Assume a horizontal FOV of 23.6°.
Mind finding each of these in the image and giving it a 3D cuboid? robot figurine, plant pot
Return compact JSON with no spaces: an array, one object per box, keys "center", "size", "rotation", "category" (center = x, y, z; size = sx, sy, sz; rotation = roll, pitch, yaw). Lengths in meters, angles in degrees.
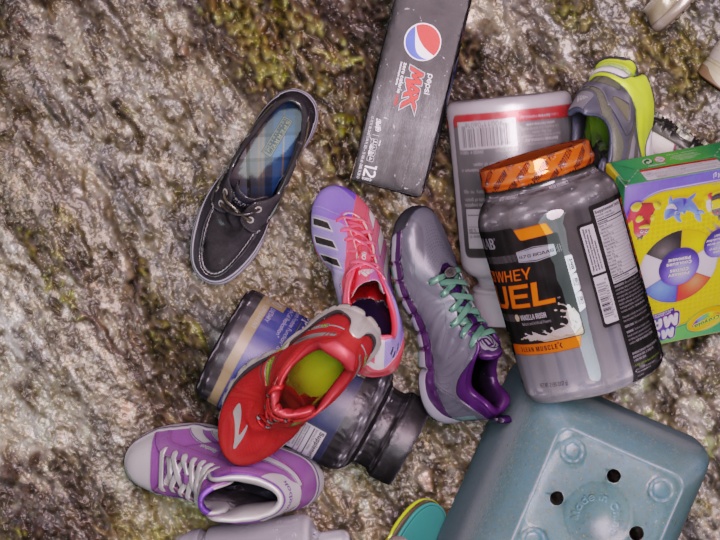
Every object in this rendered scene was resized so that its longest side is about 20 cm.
[{"center":[-0.101,0.289,1.597],"size":[0.199,0.113,0.170],"rotation":[-9,59,4],"category":"robot figurine"},{"center":[0.194,0.205,1.511],"size":[0.195,0.200,0.197],"rotation":[24,87,2],"category":"plant pot"}]

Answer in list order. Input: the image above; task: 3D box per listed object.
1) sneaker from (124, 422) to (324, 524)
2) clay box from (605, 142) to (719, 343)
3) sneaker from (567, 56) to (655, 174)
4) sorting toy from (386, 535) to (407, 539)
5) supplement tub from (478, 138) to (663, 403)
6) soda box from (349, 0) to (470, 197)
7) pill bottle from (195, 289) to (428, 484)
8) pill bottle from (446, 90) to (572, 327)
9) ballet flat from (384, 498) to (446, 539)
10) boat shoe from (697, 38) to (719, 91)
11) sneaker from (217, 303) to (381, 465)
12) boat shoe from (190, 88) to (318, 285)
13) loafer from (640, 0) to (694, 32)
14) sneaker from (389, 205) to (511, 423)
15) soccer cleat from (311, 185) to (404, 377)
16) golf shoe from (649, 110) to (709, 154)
[{"center":[-0.145,0.187,1.572],"size":[0.199,0.114,0.073],"rotation":[2,98,23],"category":"sneaker"},{"center":[0.271,-0.007,1.511],"size":[0.114,0.048,0.201],"rotation":[-11,123,-12],"category":"clay box"},{"center":[0.221,-0.083,1.519],"size":[0.074,0.081,0.201],"rotation":[8,124,45],"category":"sneaker"},{"center":[0.113,0.316,1.500],"size":[0.199,0.180,0.107],"rotation":[27,71,-9],"category":"sorting toy"},{"center":[0.170,-0.001,1.433],"size":[0.122,0.123,0.201],"rotation":[-16,96,5],"category":"supplement tub"},{"center":[0.048,-0.172,1.563],"size":[0.070,0.063,0.201],"rotation":[14,97,2],"category":"soda box"},{"center":[-0.041,0.111,1.575],"size":[0.199,0.112,0.112],"rotation":[28,97,0],"category":"pill bottle"},{"center":[0.142,-0.056,1.544],"size":[0.113,0.114,0.201],"rotation":[-5,96,4],"category":"pill bottle"},{"center":[0.026,0.309,1.609],"size":[0.067,0.067,0.201],"rotation":[24,71,-28],"category":"ballet flat"},{"center":[0.400,-0.146,1.541],"size":[0.200,0.072,0.065],"rotation":[35,98,5],"category":"boat shoe"},{"center":[-0.065,0.105,1.467],"size":[0.077,0.085,0.200],"rotation":[41,121,-5],"category":"sneaker"},{"center":[-0.099,-0.075,1.582],"size":[0.070,0.066,0.200],"rotation":[33,97,0],"category":"boat shoe"},{"center":[0.295,-0.308,1.531],"size":[0.068,0.076,0.201],"rotation":[28,88,2],"category":"loafer"},{"center":[0.089,0.038,1.510],"size":[0.087,0.074,0.201],"rotation":[1,110,46],"category":"sneaker"},{"center":[0.000,0.000,1.542],"size":[0.066,0.077,0.201],"rotation":[-7,61,-10],"category":"soccer cleat"},{"center":[0.304,-0.069,1.554],"size":[0.200,0.077,0.088],"rotation":[38,106,1],"category":"golf shoe"}]
